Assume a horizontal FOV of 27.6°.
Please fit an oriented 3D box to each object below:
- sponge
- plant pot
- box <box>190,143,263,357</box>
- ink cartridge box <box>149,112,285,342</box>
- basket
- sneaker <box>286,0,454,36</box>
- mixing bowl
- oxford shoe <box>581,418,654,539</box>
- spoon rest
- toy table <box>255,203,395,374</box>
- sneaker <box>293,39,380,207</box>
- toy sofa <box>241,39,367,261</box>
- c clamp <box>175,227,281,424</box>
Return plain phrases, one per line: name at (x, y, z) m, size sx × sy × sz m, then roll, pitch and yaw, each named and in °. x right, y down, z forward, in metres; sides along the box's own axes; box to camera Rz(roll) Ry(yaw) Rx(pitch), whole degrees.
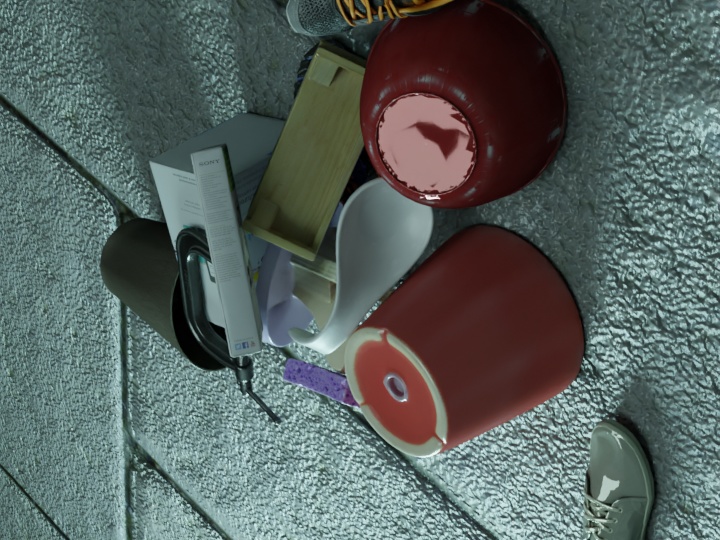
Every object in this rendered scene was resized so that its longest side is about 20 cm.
sponge at (0.018, 0.143, 1.611) m, size 0.111 × 0.199 × 0.030 m, roll 14°, pitch 84°, yaw 49°
plant pot at (0.092, 0.079, 1.451) m, size 0.199 × 0.176 × 0.203 m, roll 31°, pitch 137°, yaw 35°
box at (-0.132, -0.024, 1.468) m, size 0.144 × 0.036 × 0.203 m, roll -121°, pitch 22°, yaw -84°
ink cartridge box at (-0.121, -0.051, 1.664) m, size 0.145 × 0.146 × 0.202 m, roll 17°, pitch 129°, yaw 45°
basket at (-0.240, 0.015, 1.895) m, size 0.199 × 0.135 × 0.183 m, roll 25°, pitch 130°, yaw 46°
sneaker at (0.024, -0.252, 1.284) m, size 0.198 × 0.078 × 0.079 m, roll -20°, pitch 127°, yaw 18°
mixing bowl at (0.074, -0.133, 1.307) m, size 0.197 × 0.108 × 0.203 m, roll 12°, pitch 121°, yaw 20°
oxford shoe at (0.252, 0.240, 1.474) m, size 0.075 × 0.057 × 0.202 m, roll 29°, pitch 135°, yaw 41°
spoon rest at (0.000, 0.000, 1.427) m, size 0.201 × 0.098 × 0.061 m, roll -59°, pitch 28°, yaw 17°
toy table at (-0.024, 0.000, 1.566) m, size 0.116 × 0.183 × 0.203 m, roll 22°, pitch 100°, yaw 30°
sneaker at (-0.010, -0.141, 1.512) m, size 0.075 × 0.078 × 0.203 m, roll -20°, pitch 81°, yaw 19°
toy sofa at (-0.043, -0.118, 1.449) m, size 0.082 × 0.202 × 0.098 m, roll 23°, pitch -172°, yaw -5°
c clamp at (-0.147, 0.052, 1.630) m, size 0.170 × 0.027 × 0.202 m, roll 31°, pitch 140°, yaw 42°
